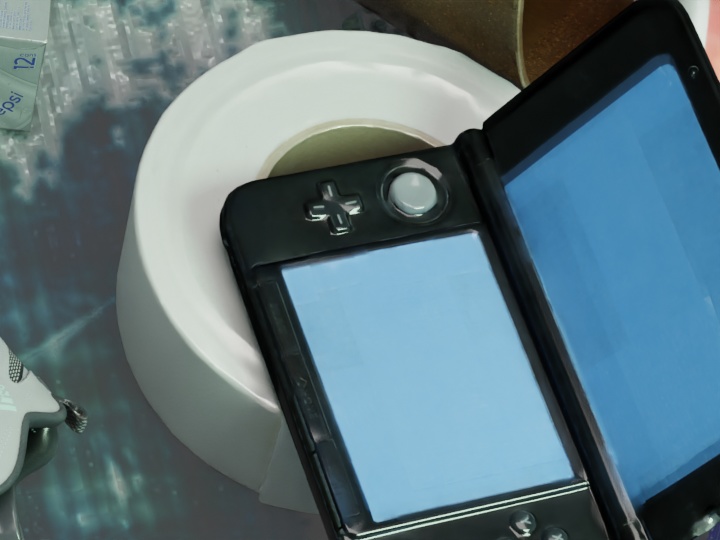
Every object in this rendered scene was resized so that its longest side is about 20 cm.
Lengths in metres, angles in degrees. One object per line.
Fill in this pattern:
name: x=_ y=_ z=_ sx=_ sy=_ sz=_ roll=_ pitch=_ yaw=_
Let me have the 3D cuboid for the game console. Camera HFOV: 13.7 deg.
game console: x=0.061 y=0.014 z=1.139 sx=0.175 sy=0.117 sz=0.201 roll=-11 pitch=62 yaw=-20

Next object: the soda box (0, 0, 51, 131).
soda box: x=-0.165 y=-0.162 z=1.318 sx=0.063 sy=0.068 sz=0.201 roll=7 pitch=57 yaw=-9

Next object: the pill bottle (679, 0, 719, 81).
pill bottle: x=0.221 y=-0.077 z=1.318 sx=0.199 sy=0.116 sz=0.116 roll=9 pitch=56 yaw=-7

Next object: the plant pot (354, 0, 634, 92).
plant pot: x=0.023 y=-0.193 z=1.328 sx=0.199 sy=0.187 sz=0.187 roll=21 pitch=54 yaw=20

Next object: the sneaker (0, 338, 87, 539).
sneaker: x=-0.183 y=0.095 z=1.141 sx=0.140 sy=0.078 sz=0.200 roll=36 pitch=58 yaw=13

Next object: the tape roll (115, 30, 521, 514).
tape roll: x=0.000 y=0.000 z=1.247 sx=0.201 sy=0.071 sz=0.203 roll=6 pitch=56 yaw=-9

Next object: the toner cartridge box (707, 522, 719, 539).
toner cartridge box: x=0.199 y=0.094 z=1.245 sx=0.095 sy=0.043 sz=0.201 roll=19 pitch=56 yaw=2
